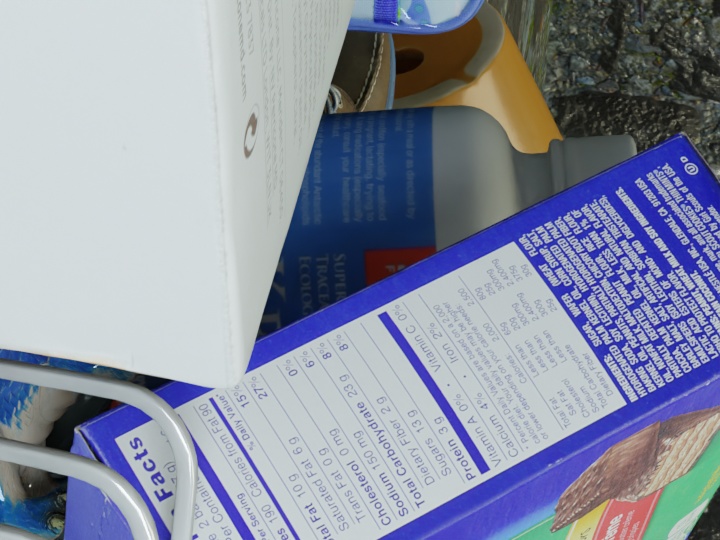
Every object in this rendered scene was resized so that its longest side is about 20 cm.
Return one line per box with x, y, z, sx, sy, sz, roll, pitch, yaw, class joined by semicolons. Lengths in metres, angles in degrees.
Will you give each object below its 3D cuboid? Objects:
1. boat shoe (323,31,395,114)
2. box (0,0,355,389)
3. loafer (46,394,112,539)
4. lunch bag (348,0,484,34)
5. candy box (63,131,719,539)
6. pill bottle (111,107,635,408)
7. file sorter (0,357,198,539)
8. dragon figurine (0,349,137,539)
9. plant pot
-0.033;-0.054;1.035;0.072;0.072;0.201;97;13;-63;boat shoe
-0.074;-0.095;0.447;0.107;0.151;0.201;90;12;-48;box
-0.110;0.035;0.728;0.063;0.071;0.201;-113;-145;-67;loafer
-0.016;-0.182;0.762;0.083;0.160;0.201;-66;164;-65;lunch bag
0.016;0.069;0.669;0.077;0.199;0.169;55;-24;22;candy box
0.000;0.000;0.822;0.112;0.199;0.113;-5;90;-85;pill bottle
-0.116;0.103;0.478;0.200;0.124;0.140;-57;156;-73;file sorter
-0.113;0.028;0.652;0.201;0.099;0.059;-64;177;14;dragon figurine
0.039;-0.050;1.316;0.201;0.199;0.184;-73;153;-48;plant pot
